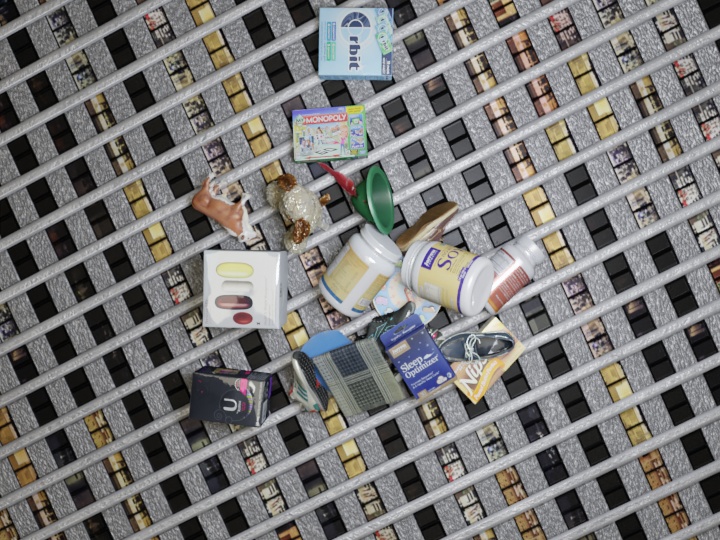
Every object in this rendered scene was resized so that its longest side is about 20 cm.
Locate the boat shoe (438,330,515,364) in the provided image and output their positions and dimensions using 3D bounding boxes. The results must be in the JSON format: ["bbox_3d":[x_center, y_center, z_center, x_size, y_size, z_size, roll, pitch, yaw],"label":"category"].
[{"bbox_3d":[0.294,0.197,1.508,0.193,0.062,0.078,-5,93,7],"label":"boat shoe"}]

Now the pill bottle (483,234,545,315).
[{"bbox_3d":[0.373,0.008,1.528,0.199,0.112,0.113,-43,90,3],"label":"pill bottle"}]

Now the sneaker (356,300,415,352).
[{"bbox_3d":[0.065,0.147,1.546,0.079,0.075,0.201,42,109,4],"label":"sneaker"}]

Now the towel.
[{"bbox_3d":[-0.004,0.277,1.546,0.188,0.035,0.204,-21,109,19],"label":"towel"}]

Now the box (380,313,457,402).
[{"bbox_3d":[0.145,0.222,1.500,0.119,0.032,0.203,-31,102,10],"label":"box"}]

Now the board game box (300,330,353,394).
[{"bbox_3d":[-0.065,0.237,1.580,0.199,0.039,0.158,40,109,-16],"label":"board game box"}]

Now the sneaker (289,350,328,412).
[{"bbox_3d":[-0.155,0.299,1.552,0.091,0.071,0.203,-13,124,17],"label":"sneaker"}]

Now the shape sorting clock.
[{"bbox_3d":[0.125,0.052,1.577,0.193,0.039,0.207,0,91,2],"label":"shape sorting clock"}]

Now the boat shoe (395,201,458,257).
[{"bbox_3d":[0.184,-0.101,1.560,0.199,0.072,0.073,-40,121,-11],"label":"boat shoe"}]

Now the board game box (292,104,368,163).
[{"bbox_3d":[-0.081,-0.359,1.569,0.193,0.029,0.139,-4,84,3],"label":"board game box"}]

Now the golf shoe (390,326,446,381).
[{"bbox_3d":[0.150,0.243,1.566,0.200,0.077,0.088,-44,98,4],"label":"golf shoe"}]

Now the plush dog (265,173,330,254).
[{"bbox_3d":[-0.153,-0.158,1.515,0.156,0.172,0.205,-22,90,3],"label":"plush dog"}]

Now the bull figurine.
[{"bbox_3d":[-0.352,-0.165,1.579,0.197,0.065,0.124,30,89,-1],"label":"bull figurine"}]

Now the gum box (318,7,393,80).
[{"bbox_3d":[-0.012,-0.594,1.560,0.193,0.045,0.176,2,92,2],"label":"gum box"}]

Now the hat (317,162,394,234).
[{"bbox_3d":[-0.018,-0.175,1.552,0.171,0.167,0.204,-10,50,24],"label":"hat"}]

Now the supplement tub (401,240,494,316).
[{"bbox_3d":[0.212,0.014,1.455,0.196,0.144,0.150,21,93,33],"label":"supplement tub"}]

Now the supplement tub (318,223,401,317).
[{"bbox_3d":[0.000,0.000,1.510,0.144,0.145,0.201,39,106,1],"label":"supplement tub"}]

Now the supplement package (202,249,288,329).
[{"bbox_3d":[-0.294,0.045,1.541,0.193,0.147,0.198,1,92,1],"label":"supplement package"}]

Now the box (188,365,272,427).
[{"bbox_3d":[-0.341,0.331,1.572,0.193,0.106,0.127,6,92,3],"label":"box"}]

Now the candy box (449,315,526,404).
[{"bbox_3d":[0.325,0.234,1.565,0.115,0.055,0.201,43,93,3],"label":"candy box"}]
